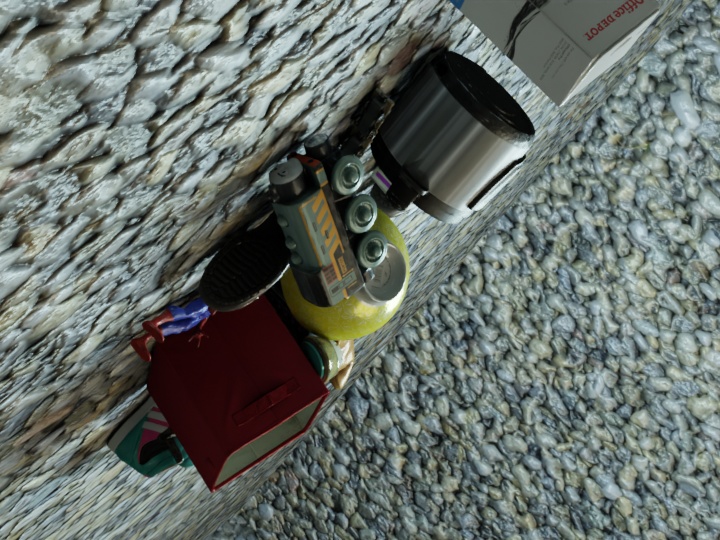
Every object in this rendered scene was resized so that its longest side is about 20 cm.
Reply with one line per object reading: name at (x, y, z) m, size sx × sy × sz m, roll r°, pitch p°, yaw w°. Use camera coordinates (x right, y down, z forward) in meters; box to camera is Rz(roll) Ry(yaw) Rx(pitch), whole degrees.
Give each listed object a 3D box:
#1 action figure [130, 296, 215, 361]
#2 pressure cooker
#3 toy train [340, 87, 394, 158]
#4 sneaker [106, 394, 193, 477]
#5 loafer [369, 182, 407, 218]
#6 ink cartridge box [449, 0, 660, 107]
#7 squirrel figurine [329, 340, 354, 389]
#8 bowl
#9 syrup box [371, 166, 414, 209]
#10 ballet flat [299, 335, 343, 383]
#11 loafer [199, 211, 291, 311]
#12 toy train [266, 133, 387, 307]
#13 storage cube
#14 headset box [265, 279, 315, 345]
action figure at (-0.202, 0.052, 1.448) m, size 0.200 × 0.052 × 0.066 m, roll -38°, pitch 166°, yaw -51°
pressure cooker at (0.110, -0.162, 1.517) m, size 0.174 × 0.180 × 0.200 m, roll 21°, pitch 121°, yaw -42°
toy train at (-0.006, -0.156, 1.448) m, size 0.046 × 0.034 × 0.201 m, roll -42°, pitch 171°, yaw -41°
sneaker at (-0.267, 0.228, 1.686) m, size 0.200 × 0.121 × 0.084 m, roll -47°, pitch 171°, yaw 9°
loafer at (0.075, -0.128, 1.816) m, size 0.199 × 0.073 × 0.071 m, roll -36°, pitch 167°, yaw -45°
ink cartridge box at (0.197, -0.293, 1.226) m, size 0.144 × 0.200 × 0.084 m, roll -38°, pitch 169°, yaw -35°
squirrel figurine at (-0.068, 0.100, 2.103) m, size 0.202 × 0.140 × 0.187 m, roll -57°, pitch 163°, yaw -11°
bowl at (0.000, 0.000, 1.562) m, size 0.200 × 0.202 × 0.107 m, roll -40°, pitch -155°, yaw -27°
syrup box at (0.110, -0.189, 1.679) m, size 0.200 × 0.082 × 0.078 m, roll -50°, pitch 168°, yaw 29°
ballet flat at (-0.059, 0.128, 1.601) m, size 0.071 × 0.071 × 0.200 m, roll -40°, pitch 179°, yaw -25°
loafer at (-0.114, -0.015, 1.403) m, size 0.200 × 0.073 × 0.071 m, roll -41°, pitch 170°, yaw -24°
toy train at (-0.041, -0.055, 1.339) m, size 0.113 × 0.085 × 0.202 m, roll -37°, pitch 128°, yaw -25°
storage cube at (-0.172, 0.163, 1.568) m, size 0.170 × 0.181 × 0.200 m, roll -30°, pitch 166°, yaw -25°
headset box at (-0.061, 0.038, 1.702) m, size 0.174 × 0.093 × 0.201 m, roll -40°, pitch 170°, yaw -27°
